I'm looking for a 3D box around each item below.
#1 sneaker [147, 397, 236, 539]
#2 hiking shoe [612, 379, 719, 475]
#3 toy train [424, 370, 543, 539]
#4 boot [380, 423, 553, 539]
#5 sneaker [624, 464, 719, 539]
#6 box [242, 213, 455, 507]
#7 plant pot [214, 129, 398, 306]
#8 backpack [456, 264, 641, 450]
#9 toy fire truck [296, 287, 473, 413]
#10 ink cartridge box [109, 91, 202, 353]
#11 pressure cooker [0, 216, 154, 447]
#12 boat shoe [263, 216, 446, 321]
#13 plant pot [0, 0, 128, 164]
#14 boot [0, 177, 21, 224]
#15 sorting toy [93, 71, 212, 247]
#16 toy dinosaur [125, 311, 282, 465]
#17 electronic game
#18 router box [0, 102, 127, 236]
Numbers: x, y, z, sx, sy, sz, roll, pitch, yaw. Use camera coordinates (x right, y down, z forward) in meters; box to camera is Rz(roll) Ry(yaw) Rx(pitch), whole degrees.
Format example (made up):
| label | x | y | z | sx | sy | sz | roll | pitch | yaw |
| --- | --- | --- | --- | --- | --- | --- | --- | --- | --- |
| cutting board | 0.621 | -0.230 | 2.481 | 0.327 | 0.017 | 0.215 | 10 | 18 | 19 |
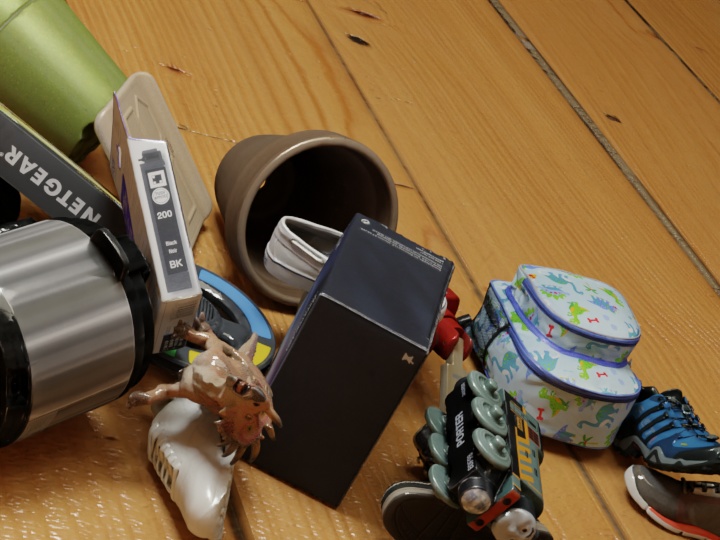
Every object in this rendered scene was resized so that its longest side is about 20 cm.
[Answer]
| label | x | y | z | sx | sy | sz | roll | pitch | yaw |
| --- | --- | --- | --- | --- | --- | --- | --- | --- | --- |
| sneaker | -0.152 | 0.171 | 1.452 | 0.080 | 0.077 | 0.200 | 13 | 22 | -11 |
| hiking shoe | 0.346 | 0.176 | 1.817 | 0.074 | 0.087 | 0.200 | 6 | 2 | -26 |
| toy train | 0.124 | 0.176 | 1.533 | 0.114 | 0.085 | 0.200 | 41 | 20 | -18 |
| boot | 0.085 | 0.210 | 1.596 | 0.199 | 0.073 | 0.151 | 17 | 29 | -31 |
| sneaker | 0.391 | 0.255 | 1.806 | 0.199 | 0.082 | 0.077 | 27 | 26 | -2 |
| box | -0.014 | 0.082 | 1.585 | 0.123 | 0.200 | 0.199 | 27 | 26 | -3 |
| plant pot | -0.081 | -0.080 | 1.856 | 0.200 | 0.201 | 0.175 | 11 | 14 | -31 |
| backpack | 0.230 | 0.095 | 1.866 | 0.182 | 0.147 | 0.200 | 14 | 32 | -22 |
| toy fire truck | 0.043 | 0.085 | 1.755 | 0.175 | 0.129 | 0.200 | 1 | 29 | -36 |
| ink cartridge box | -0.192 | -0.042 | 1.507 | 0.043 | 0.198 | 0.201 | -12 | 77 | -13 |
| pressure cooker | -0.275 | 0.048 | 1.402 | 0.175 | 0.179 | 0.200 | 9 | 21 | 41 |
| boat shoe | 0.000 | 0.000 | 1.687 | 0.199 | 0.066 | 0.074 | 17 | 38 | -7 |
| plant pot | -0.361 | -0.220 | 1.839 | 0.190 | 0.200 | 0.200 | 42 | 26 | -1 |
| boot | -0.369 | -0.013 | 1.552 | 0.168 | 0.077 | 0.200 | 46 | 26 | 24 |
| sorting toy | -0.226 | -0.109 | 1.762 | 0.200 | 0.036 | 0.186 | -73 | 141 | -69 |
| toy dinosaur | -0.111 | 0.108 | 1.435 | 0.135 | 0.086 | 0.200 | 28 | 11 | 12 |
| electronic game | -0.179 | 0.047 | 1.668 | 0.199 | 0.042 | 0.200 | 22 | 27 | -12 |
| router box | -0.325 | -0.102 | 1.654 | 0.200 | 0.052 | 0.157 | 40 | -1 | -22 |
